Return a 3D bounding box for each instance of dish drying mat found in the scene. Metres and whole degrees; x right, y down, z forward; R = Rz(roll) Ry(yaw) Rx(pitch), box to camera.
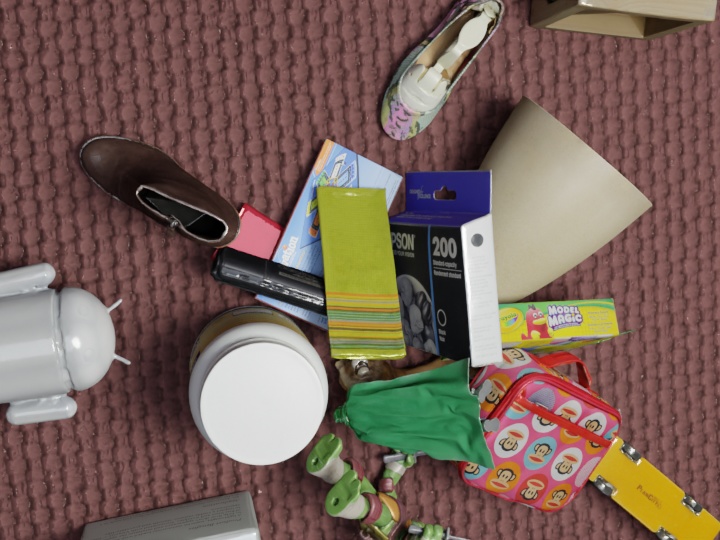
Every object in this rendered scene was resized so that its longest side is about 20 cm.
[{"bbox_3d":[-0.070,0.007,1.123,0.200,0.018,0.077,33,86,-10],"label":"dish drying mat"}]

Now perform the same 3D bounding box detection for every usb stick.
[{"bbox_3d":[-0.068,0.020,1.068,0.199,0.056,0.033,18,114,-13],"label":"usb stick"}]

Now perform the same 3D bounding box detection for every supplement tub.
[{"bbox_3d":[-0.111,0.120,1.034,0.144,0.200,0.145,-1,95,-9],"label":"supplement tub"}]

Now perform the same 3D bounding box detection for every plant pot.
[{"bbox_3d":[0.189,-0.060,1.095,0.187,0.187,0.200,38,102,-11],"label":"plant pot"}]

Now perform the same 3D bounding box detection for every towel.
[{"bbox_3d":[0.000,0.000,1.065,0.086,0.018,0.201,2,69,-21],"label":"towel"}]

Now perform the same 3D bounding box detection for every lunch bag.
[{"bbox_3d":[0.199,0.173,1.094,0.200,0.082,0.176,27,101,-37],"label":"lunch bag"}]

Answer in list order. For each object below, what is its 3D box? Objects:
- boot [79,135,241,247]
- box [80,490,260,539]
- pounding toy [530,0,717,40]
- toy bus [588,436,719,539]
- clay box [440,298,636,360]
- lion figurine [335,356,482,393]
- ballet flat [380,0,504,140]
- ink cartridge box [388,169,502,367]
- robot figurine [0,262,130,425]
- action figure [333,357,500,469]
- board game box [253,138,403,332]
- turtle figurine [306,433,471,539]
[{"bbox_3d":[-0.215,-0.088,1.009,0.199,0.166,0.073,29,91,-4],"label":"boot"},{"bbox_3d":[-0.199,0.376,1.081,0.198,0.131,0.201,-10,97,-8],"label":"box"},{"bbox_3d":[0.275,-0.346,1.062,0.199,0.184,0.143,4,95,-10],"label":"pounding toy"},{"bbox_3d":[0.351,0.275,1.191,0.200,0.078,0.065,39,89,-11],"label":"toy bus"},{"bbox_3d":[0.201,0.067,1.110,0.199,0.115,0.048,-3,77,-23],"label":"clay box"},{"bbox_3d":[0.077,0.132,1.133,0.199,0.123,0.073,-6,130,-25],"label":"lion figurine"},{"bbox_3d":[0.093,-0.237,1.100,0.069,0.071,0.200,38,89,-12],"label":"ballet flat"},{"bbox_3d":[0.083,-0.009,1.058,0.043,0.198,0.201,-6,96,-23],"label":"ink cartridge box"},{"bbox_3d":[-0.351,0.079,1.033,0.199,0.113,0.170,-8,98,-9],"label":"robot figurine"},{"bbox_3d":[0.050,0.151,1.034,0.055,0.199,0.119,-17,98,-52],"label":"action figure"},{"bbox_3d":[-0.036,-0.039,1.112,0.103,0.019,0.201,25,84,-13],"label":"board game box"},{"bbox_3d":[0.048,0.245,1.094,0.194,0.200,0.144,36,45,-38],"label":"turtle figurine"}]
